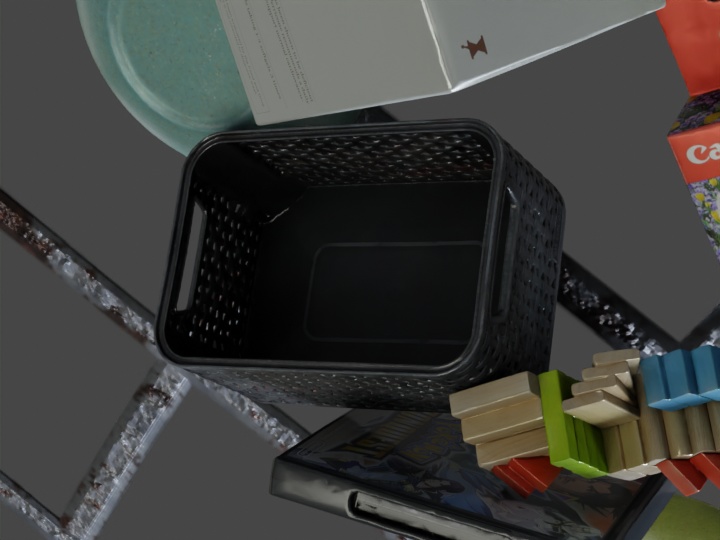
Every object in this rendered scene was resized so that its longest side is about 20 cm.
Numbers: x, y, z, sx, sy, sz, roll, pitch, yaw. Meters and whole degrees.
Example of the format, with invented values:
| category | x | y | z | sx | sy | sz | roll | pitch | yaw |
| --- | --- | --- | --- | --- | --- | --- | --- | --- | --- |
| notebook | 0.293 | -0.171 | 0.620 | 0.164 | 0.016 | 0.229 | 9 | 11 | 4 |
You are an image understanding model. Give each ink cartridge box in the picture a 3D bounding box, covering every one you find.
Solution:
| category | x | y | z | sx | sy | sz | roll | pitch | yaw |
| --- | --- | --- | --- | --- | --- | --- | --- | --- | --- |
| ink cartridge box | 0.215 | -0.058 | 0.746 | 0.108 | 0.050 | 0.201 | -14 | 113 | 35 |

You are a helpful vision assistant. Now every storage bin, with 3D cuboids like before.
| category | x | y | z | sx | sy | sz | roll | pitch | yaw |
| --- | --- | --- | --- | --- | --- | --- | --- | --- | --- |
| storage bin | 0.000 | 0.000 | 0.834 | 0.199 | 0.136 | 0.094 | 0 | 163 | 29 |

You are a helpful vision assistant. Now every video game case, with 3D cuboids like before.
| category | x | y | z | sx | sy | sz | roll | pitch | yaw |
| --- | --- | --- | --- | --- | --- | --- | --- | --- | --- |
| video game case | 0.073 | 0.109 | 0.843 | 0.180 | 0.200 | 0.026 | 14 | 105 | 21 |

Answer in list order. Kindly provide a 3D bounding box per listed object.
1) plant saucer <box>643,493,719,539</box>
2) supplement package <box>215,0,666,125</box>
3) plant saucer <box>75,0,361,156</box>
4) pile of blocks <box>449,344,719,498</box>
| category | x | y | z | sx | sy | sz | roll | pitch | yaw |
| --- | --- | --- | --- | --- | --- | --- | --- | --- | --- |
| plant saucer | 0.192 | 0.227 | 0.961 | 0.199 | 0.031 | 0.201 | 15 | 126 | 21 |
| supplement package | 0.021 | -0.143 | 0.692 | 0.200 | 0.117 | 0.118 | 3 | 113 | 63 |
| plant saucer | -0.090 | -0.137 | 0.875 | 0.200 | 0.039 | 0.202 | 14 | 125 | 21 |
| pile of blocks | 0.147 | 0.078 | 0.753 | 0.199 | 0.063 | 0.082 | -9 | 158 | 6 |
